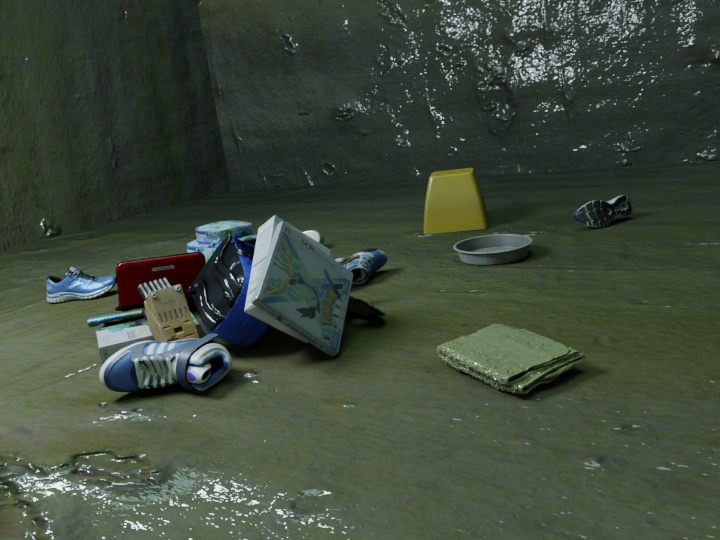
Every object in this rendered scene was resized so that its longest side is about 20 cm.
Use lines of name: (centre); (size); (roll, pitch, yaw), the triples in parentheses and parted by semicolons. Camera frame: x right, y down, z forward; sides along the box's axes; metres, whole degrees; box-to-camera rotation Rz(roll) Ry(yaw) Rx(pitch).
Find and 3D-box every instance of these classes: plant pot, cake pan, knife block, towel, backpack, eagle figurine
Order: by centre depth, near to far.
towel: (0.224, 0.133, 1.005); (0.148, 0.037, 0.200); (-16, 17, -27)
backpack: (-0.224, 0.048, 1.277); (0.168, 0.163, 0.200); (24, 17, -29)
knife block: (-0.381, 0.105, 1.290); (0.064, 0.200, 0.176); (-17, -13, -27)
eagle figurine: (-0.055, 0.057, 1.334); (0.152, 0.151, 0.200); (-44, 42, 17)
towel: (-0.506, 0.100, 1.495); (0.199, 0.022, 0.147); (-9, 1, -10)
cake pan: (0.340, -0.054, 1.673); (0.200, 0.037, 0.200); (-7, 14, 2)
backpack: (-0.402, -0.068, 1.901); (0.200, 0.147, 0.183); (0, 13, 37)
plant pot: (0.304, -0.231, 2.106); (0.199, 0.177, 0.200); (-4, 15, 12)

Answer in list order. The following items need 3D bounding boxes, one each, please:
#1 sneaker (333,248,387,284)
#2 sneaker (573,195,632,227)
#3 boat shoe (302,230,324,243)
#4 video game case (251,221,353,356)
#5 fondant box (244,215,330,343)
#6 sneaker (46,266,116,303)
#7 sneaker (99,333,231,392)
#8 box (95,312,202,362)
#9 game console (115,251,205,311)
sneaker: (0.000, 0.000, 1.609); (0.200, 0.076, 0.077); (-21, 41, -41)
sneaker: (0.688, -0.160, 1.885); (0.200, 0.079, 0.090); (-11, -5, -28)
boat shoe: (-0.210, -0.093, 2.073); (0.199, 0.072, 0.069); (-11, -9, 16)
video game case: (-0.096, 0.030, 1.174); (0.022, 0.182, 0.200); (-34, 30, 36)
fondant box: (-0.130, 0.015, 1.215); (0.058, 0.144, 0.200); (-32, 40, 36)
sneaker: (-0.779, 0.033, 1.815); (0.199, 0.089, 0.079); (-8, 15, -3)
sneaker: (-0.314, 0.161, 1.081); (0.200, 0.081, 0.146); (-10, 9, -34)
box: (-0.442, 0.131, 1.361); (0.200, 0.036, 0.144); (-12, 15, -23)
game console: (-0.475, 0.028, 1.541); (0.200, 0.173, 0.119); (-9, 28, -27)
